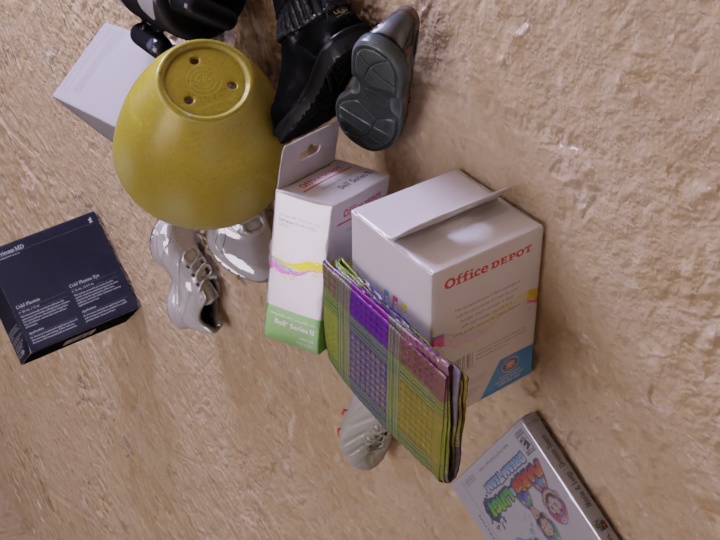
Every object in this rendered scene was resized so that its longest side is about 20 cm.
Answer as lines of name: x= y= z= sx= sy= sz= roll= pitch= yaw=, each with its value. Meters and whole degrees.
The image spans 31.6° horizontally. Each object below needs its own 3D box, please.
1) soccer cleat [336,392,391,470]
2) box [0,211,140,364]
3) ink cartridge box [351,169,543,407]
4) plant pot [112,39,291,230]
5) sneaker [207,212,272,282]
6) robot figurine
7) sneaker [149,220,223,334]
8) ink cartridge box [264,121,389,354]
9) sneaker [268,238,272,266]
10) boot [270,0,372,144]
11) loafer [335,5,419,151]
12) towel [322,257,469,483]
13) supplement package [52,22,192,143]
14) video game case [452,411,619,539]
soccer cleat: x=0.020 y=0.166 z=1.456 sx=0.078 sy=0.069 sz=0.200 roll=39 pitch=139 yaw=36
box: x=-0.500 y=0.029 z=2.111 sx=0.183 sy=0.200 sz=0.104 roll=65 pitch=153 yaw=4
ink cartridge box: x=0.077 y=0.012 z=1.173 sx=0.125 sy=0.128 sz=0.201 roll=39 pitch=141 yaw=42
plant pot: x=-0.166 y=-0.164 z=1.359 sx=0.200 sy=0.200 sz=0.142 roll=57 pitch=159 yaw=17
sneaker: x=-0.156 y=-0.077 z=1.557 sx=0.200 sy=0.074 sz=0.087 roll=59 pitch=147 yaw=12
robot figurine: x=-0.199 y=-0.325 z=1.406 sx=0.200 sy=0.150 sz=0.125 roll=34 pitch=154 yaw=47
sneaker: x=-0.234 y=0.002 z=1.785 sx=0.087 sy=0.074 sz=0.200 roll=20 pitch=136 yaw=39
ink cartridge box: x=-0.031 y=-0.034 z=1.251 sx=0.067 sy=0.117 sz=0.201 roll=18 pitch=118 yaw=24
sneaker: x=0.000 y=0.000 z=1.366 sx=0.200 sy=0.080 sz=0.077 roll=27 pitch=117 yaw=23
boot: x=-0.064 y=-0.239 z=1.281 sx=0.158 sy=0.079 sz=0.211 roll=57 pitch=146 yaw=11
loafer: x=0.025 y=-0.178 z=1.205 sx=0.072 sy=0.063 sz=0.200 roll=33 pitch=161 yaw=5
towel: x=0.029 y=0.090 z=1.156 sx=0.200 sy=0.023 sz=0.144 roll=41 pitch=144 yaw=40
supplement package: x=-0.263 y=-0.208 z=1.557 sx=0.120 sy=0.121 sz=0.200 roll=39 pitch=173 yaw=-38
video game case: x=0.181 y=0.258 z=1.289 sx=0.182 sy=0.024 sz=0.200 roll=57 pitch=151 yaw=16
